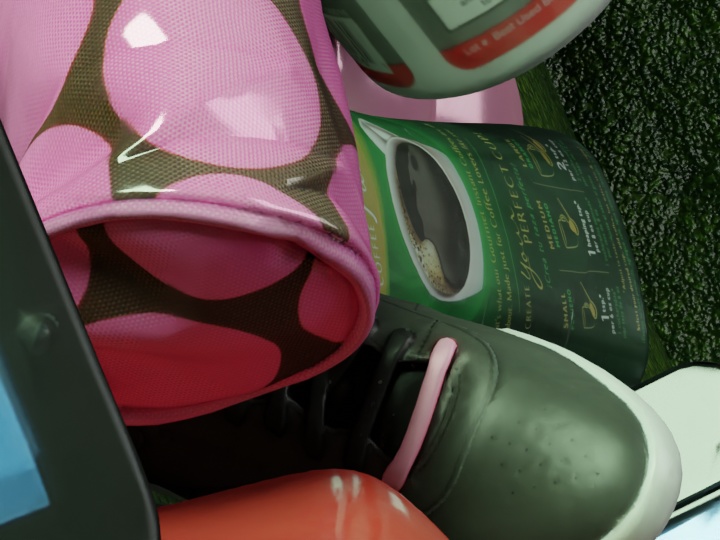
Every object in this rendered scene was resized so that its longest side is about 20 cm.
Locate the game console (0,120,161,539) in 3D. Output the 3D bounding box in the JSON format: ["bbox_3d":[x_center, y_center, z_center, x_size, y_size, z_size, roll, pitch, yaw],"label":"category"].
[{"bbox_3d":[-0.125,-0.027,0.322,0.201,0.118,0.171,66,9,7],"label":"game console"}]

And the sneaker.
[{"bbox_3d":[-0.027,0.022,0.690,0.099,0.199,0.071,40,70,-51],"label":"sneaker"}]

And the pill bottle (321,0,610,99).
[{"bbox_3d":[-0.006,-0.156,0.888,0.200,0.114,0.114,49,17,-33],"label":"pill bottle"}]

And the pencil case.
[{"bbox_3d":[-0.056,-0.063,0.650,0.091,0.093,0.201,50,22,-51],"label":"pencil case"}]

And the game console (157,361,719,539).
[{"bbox_3d":[0.059,0.127,0.798,0.201,0.175,0.116,65,3,23],"label":"game console"}]

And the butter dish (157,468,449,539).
[{"bbox_3d":[0.006,0.119,0.611,0.200,0.147,0.200,-79,145,-75],"label":"butter dish"}]

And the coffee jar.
[{"bbox_3d":[0.000,0.000,0.905,0.199,0.085,0.105,9,61,-53],"label":"coffee jar"}]

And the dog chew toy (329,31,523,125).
[{"bbox_3d":[-0.023,-0.058,1.023,0.200,0.124,0.125,27,39,-63],"label":"dog chew toy"}]
